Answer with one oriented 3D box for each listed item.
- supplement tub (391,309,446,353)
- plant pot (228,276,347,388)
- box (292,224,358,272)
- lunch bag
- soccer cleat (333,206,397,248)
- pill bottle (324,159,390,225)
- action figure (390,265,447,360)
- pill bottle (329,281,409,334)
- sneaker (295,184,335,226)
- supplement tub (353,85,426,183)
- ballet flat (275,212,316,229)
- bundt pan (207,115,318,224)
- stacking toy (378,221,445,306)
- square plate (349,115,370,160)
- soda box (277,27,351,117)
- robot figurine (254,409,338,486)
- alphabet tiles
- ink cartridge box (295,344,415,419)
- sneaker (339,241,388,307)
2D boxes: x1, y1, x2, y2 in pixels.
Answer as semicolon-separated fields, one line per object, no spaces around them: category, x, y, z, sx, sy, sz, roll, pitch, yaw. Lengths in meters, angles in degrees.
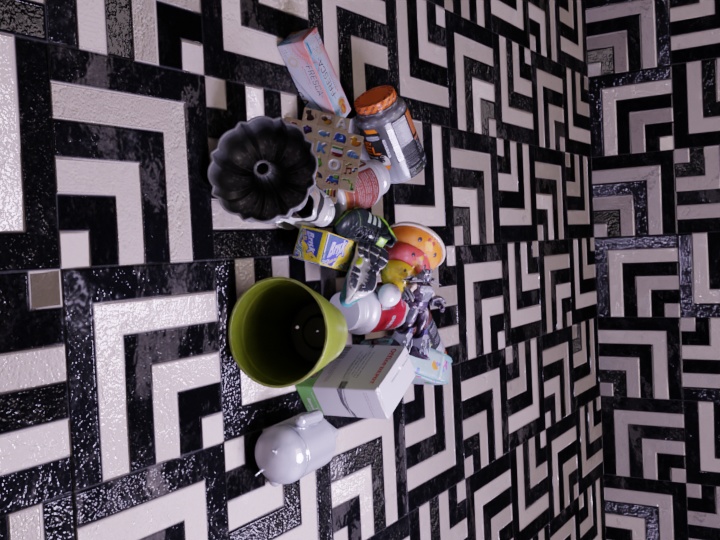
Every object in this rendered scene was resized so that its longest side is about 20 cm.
supplement tub;0.151;0.188;2.058;0.107;0.107;0.200;-56;134;-42
plant pot;-0.118;0.119;1.583;0.193;0.200;0.201;13;77;-69
box;-0.067;-0.042;1.710;0.200;0.064;0.070;15;89;-70
lunch bag;0.095;0.206;1.896;0.200;0.160;0.077;22;74;-29
soccer cleat;0.016;-0.084;1.725;0.068;0.081;0.200;-51;158;18
pill bottle;-0.024;-0.174;1.778;0.200;0.112;0.112;-30;113;-49
action figure;0.127;0.086;1.774;0.130;0.069;0.200;9;96;-37
pill bottle;0.017;0.083;1.845;0.200;0.112;0.112;-3;91;-57
sneaker;-0.127;-0.171;1.588;0.200;0.074;0.080;50;19;15
supplement tub;0.064;-0.307;1.875;0.123;0.122;0.200;-58;134;-41
ballet flat;-0.154;-0.113;1.629;0.200;0.069;0.070;21;71;-55
bundt pan;-0.170;-0.174;1.504;0.076;0.202;0.202;61;34;-76
stacking toy;0.093;0.004;1.821;0.146;0.146;0.200;59;43;-37
square plate;0.018;-0.276;1.940;0.200;0.028;0.198;-46;125;-49
soda box;-0.094;-0.400;1.731;0.064;0.068;0.200;-57;134;-41
robot figurine;-0.126;0.344;1.607;0.200;0.113;0.170;-11;127;-58
alphabet tiles;-0.082;-0.235;1.684;0.006;0.166;0.200;122;-22;-66
ink cartridge box;-0.008;0.227;1.716;0.146;0.200;0.084;-51;130;-45
sneaker;0.000;0.000;1.753;0.077;0.080;0.200;35;40;-6
